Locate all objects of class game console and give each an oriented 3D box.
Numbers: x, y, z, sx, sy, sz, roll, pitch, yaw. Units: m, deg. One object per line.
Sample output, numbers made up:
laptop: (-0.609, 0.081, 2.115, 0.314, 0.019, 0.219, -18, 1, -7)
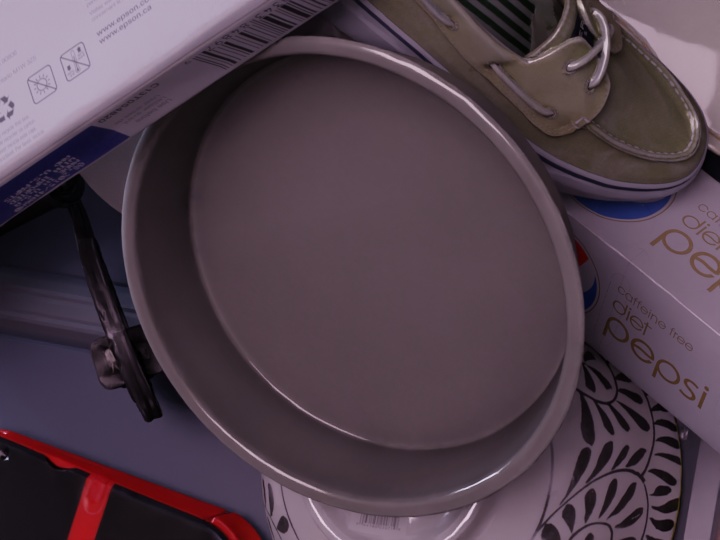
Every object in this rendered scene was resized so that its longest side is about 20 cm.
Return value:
game console: (-0.141, 0.193, 1.031, 0.176, 0.031, 0.201, 17, 88, 27)

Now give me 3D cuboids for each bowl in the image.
bowl: (0.030, 0.084, 0.938, 0.200, 0.094, 0.201, -4, 80, 23)

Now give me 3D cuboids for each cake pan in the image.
cake pan: (0.000, 0.000, 0.846, 0.200, 0.037, 0.201, 12, 118, 24)

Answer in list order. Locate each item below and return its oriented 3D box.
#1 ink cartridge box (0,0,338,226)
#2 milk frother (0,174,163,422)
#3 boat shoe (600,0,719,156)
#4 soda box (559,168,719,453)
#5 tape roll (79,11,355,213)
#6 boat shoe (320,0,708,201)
ink cartridge box: (-0.116, -0.146, 0.837, 0.199, 0.041, 0.200, -30, 70, 22)
milk frother: (-0.208, 0.005, 1.003, 0.188, 0.180, 0.200, -29, 66, 12)
boat shoe: (0.129, -0.101, 0.938, 0.200, 0.062, 0.075, 34, 82, 9)
soda box: (0.127, 0.000, 0.912, 0.068, 0.064, 0.200, -34, 63, -32)
tape roll: (-0.050, -0.132, 0.944, 0.139, 0.203, 0.203, -13, 77, 21)
boat shoe: (0.065, -0.085, 0.839, 0.062, 0.200, 0.072, -12, 55, 58)
